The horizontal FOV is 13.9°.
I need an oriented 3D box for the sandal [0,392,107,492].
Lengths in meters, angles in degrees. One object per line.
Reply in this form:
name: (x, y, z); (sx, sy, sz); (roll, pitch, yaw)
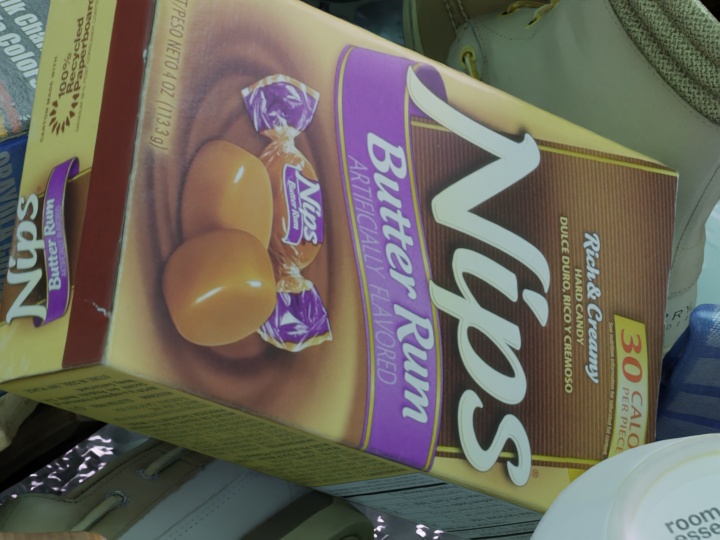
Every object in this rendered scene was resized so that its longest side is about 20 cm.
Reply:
sandal: (-0.129, 0.034, 0.797); (0.070, 0.077, 0.212); (57, 18, 3)

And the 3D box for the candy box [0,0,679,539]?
candy box: (0.000, 0.000, 0.820); (0.200, 0.056, 0.117); (21, 68, -39)

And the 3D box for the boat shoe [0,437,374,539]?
boat shoe: (-0.085, 0.103, 0.806); (0.068, 0.075, 0.200); (37, 39, 24)

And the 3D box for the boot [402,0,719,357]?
boot: (0.079, -0.084, 0.958); (0.072, 0.156, 0.201); (1, 47, -20)

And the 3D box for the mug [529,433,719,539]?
mug: (0.092, 0.111, 0.775); (0.149, 0.154, 0.187); (17, 44, 6)

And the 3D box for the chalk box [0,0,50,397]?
chalk box: (-0.117, -0.040, 0.900); (0.199, 0.124, 0.125); (-19, 52, -29)

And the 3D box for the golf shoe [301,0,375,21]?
golf shoe: (-0.064, -0.171, 1.059); (0.199, 0.097, 0.078); (20, 47, 9)

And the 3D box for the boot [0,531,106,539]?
boot: (-0.061, 0.167, 0.702); (0.166, 0.072, 0.201); (15, 88, -15)

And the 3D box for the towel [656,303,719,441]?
towel: (0.183, 0.057, 0.867); (0.199, 0.147, 0.024); (16, 76, 2)
